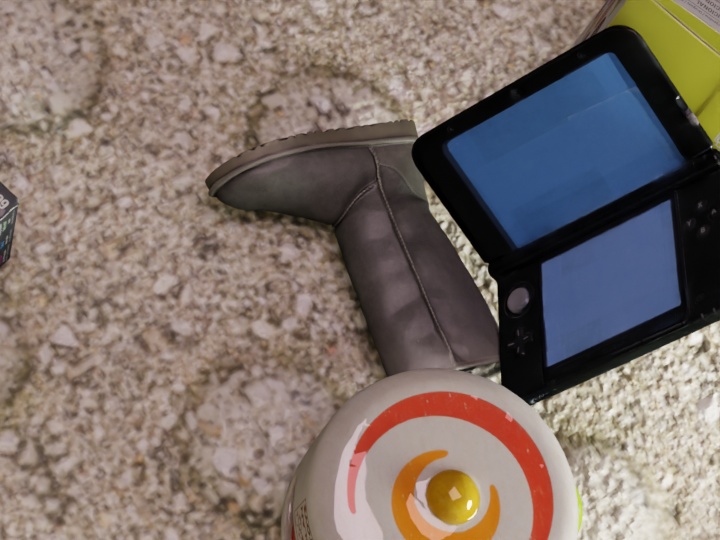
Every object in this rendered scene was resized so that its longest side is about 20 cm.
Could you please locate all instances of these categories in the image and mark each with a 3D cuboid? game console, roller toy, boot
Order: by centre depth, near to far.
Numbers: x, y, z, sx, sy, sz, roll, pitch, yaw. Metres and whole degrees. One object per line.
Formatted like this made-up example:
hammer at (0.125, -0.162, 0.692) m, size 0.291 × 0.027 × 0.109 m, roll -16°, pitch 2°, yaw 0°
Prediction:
roller toy at (0.044, 0.165, 1.283) m, size 0.182 × 0.140 × 0.200 m, roll 37°, pitch 65°, yaw 2°
game console at (0.139, -0.032, 1.306) m, size 0.116 × 0.200 × 0.176 m, roll 30°, pitch 47°, yaw -36°
boot at (0.000, 0.000, 1.384) m, size 0.181 × 0.073 × 0.200 m, roll -12°, pitch 79°, yaw -18°

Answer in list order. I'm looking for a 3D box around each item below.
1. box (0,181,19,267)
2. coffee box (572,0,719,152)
box at (-0.335, -0.003, 1.270) m, size 0.122 × 0.106 × 0.200 m, roll 42°, pitch 66°, yaw 5°
coffee box at (0.254, -0.126, 1.390) m, size 0.200 × 0.200 × 0.198 m, roll 35°, pitch 43°, yaw -1°
